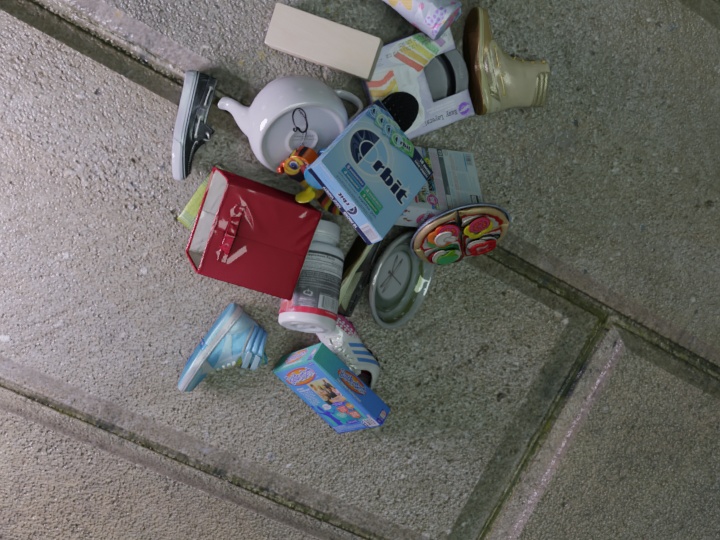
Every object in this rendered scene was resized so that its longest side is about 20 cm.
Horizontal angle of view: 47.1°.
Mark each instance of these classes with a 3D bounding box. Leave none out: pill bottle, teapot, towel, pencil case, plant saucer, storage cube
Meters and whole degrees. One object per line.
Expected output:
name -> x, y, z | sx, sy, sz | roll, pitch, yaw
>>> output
pill bottle -> -0.089, 0.010, 1.563 | 0.110, 0.111, 0.202 | 11, 74, -14
teapot -> -0.118, -0.283, 1.505 | 0.197, 0.147, 0.200 | -36, 139, 18
towel -> -0.233, -0.093, 1.582 | 0.199, 0.023, 0.144 | 36, 94, -16
pencil case -> 0.088, -0.507, 1.501 | 0.199, 0.091, 0.083 | 38, 131, 1
plant saucer -> 0.070, 0.013, 1.623 | 0.199, 0.050, 0.202 | -28, 129, -41
storage cube -> -0.196, -0.069, 1.486 | 0.178, 0.200, 0.172 | 17, 98, -21

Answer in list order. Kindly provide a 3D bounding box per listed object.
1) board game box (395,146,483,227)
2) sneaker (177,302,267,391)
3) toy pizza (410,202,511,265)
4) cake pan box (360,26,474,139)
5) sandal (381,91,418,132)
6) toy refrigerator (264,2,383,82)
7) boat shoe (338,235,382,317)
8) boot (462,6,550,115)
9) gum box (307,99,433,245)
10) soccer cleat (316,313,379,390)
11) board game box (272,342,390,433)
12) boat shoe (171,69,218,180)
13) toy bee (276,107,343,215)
board game box -> 0.126, -0.158, 1.572 | 0.198, 0.064, 0.149 | 5, 58, -19
sneaker -> -0.256, 0.178, 1.608 | 0.130, 0.080, 0.201 | 36, 94, -15
toy pizza -> 0.192, -0.061, 1.565 | 0.198, 0.201, 0.032 | -10, 62, -9
cake pan box -> 0.107, -0.354, 1.580 | 0.198, 0.052, 0.186 | -20, 108, -7
sandal -> 0.028, -0.262, 1.528 | 0.200, 0.045, 0.075 | -44, 119, -16
toy refrigerator -> -0.065, -0.412, 1.497 | 0.198, 0.070, 0.077 | 19, 98, 3
boat shoe -> 0.000, 0.000, 1.631 | 0.064, 0.073, 0.201 | 26, 106, -21
boot -> 0.284, -0.408, 1.594 | 0.154, 0.073, 0.202 | -9, 94, -16
gum box -> 0.023, -0.173, 1.436 | 0.170, 0.044, 0.200 | 50, 51, -15
soccer cleat -> -0.028, 0.161, 1.630 | 0.070, 0.087, 0.200 | -27, 119, 29
board game box -> -0.058, 0.236, 1.628 | 0.200, 0.152, 0.045 | 46, 53, -18
boat shoe -> -0.299, -0.261, 1.504 | 0.070, 0.072, 0.202 | 9, 98, -9
toy bee -> -0.087, -0.180, 1.457 | 0.108, 0.131, 0.202 | -16, 99, 38
